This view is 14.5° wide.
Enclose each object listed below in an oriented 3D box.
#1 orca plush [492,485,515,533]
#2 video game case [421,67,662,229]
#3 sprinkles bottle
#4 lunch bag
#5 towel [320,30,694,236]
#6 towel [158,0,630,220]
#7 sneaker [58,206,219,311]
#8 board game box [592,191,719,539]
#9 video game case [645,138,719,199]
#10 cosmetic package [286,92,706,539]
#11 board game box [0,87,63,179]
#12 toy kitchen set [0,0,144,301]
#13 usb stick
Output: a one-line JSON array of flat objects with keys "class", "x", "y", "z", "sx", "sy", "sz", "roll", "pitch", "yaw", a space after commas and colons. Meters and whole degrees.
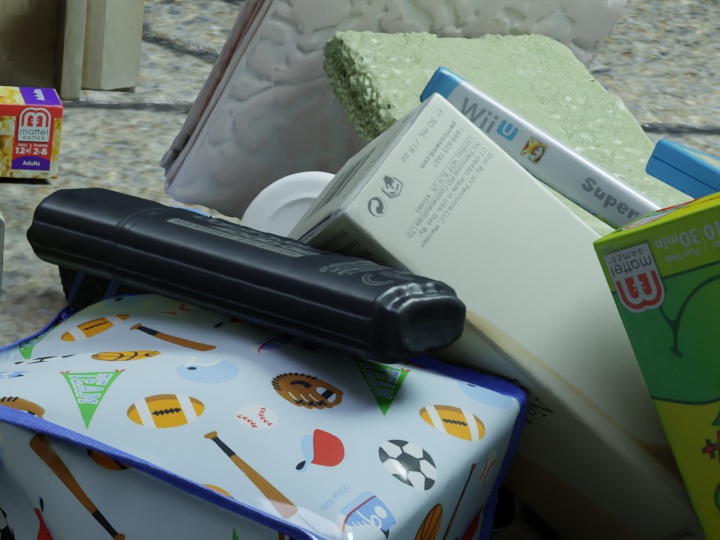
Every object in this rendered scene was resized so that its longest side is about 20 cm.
[{"class": "orca plush", "x": -0.031, "y": 0.063, "z": 1.206, "sx": 0.200, "sy": 0.071, "sz": 0.105, "roll": 14, "pitch": 21, "yaw": 17}, {"class": "video game case", "x": 0.124, "y": -0.017, "z": 1.179, "sx": 0.200, "sy": 0.018, "sz": 0.143, "roll": 33, "pitch": 4, "yaw": 13}, {"class": "sprinkles bottle", "x": 0.000, "y": 0.000, "z": 1.291, "sx": 0.068, "sy": 0.068, "sz": 0.200, "roll": 13, "pitch": -2, "yaw": 14}, {"class": "lunch bag", "x": -0.066, "y": 0.083, "z": 1.072, "sx": 0.200, "sy": 0.124, "sz": 0.170, "roll": 23, "pitch": 25, "yaw": 18}, {"class": "towel", "x": 0.075, "y": -0.051, "z": 1.329, "sx": 0.148, "sy": 0.037, "sz": 0.200, "roll": -1, "pitch": 37, "yaw": -30}, {"class": "towel", "x": 0.017, "y": -0.098, "z": 1.419, "sx": 0.200, "sy": 0.191, "sz": 0.032, "roll": 16, "pitch": 23, "yaw": -38}, {"class": "sneaker", "x": -0.070, "y": 0.008, "z": 1.330, "sx": 0.077, "sy": 0.076, "sz": 0.200, "roll": -10, "pitch": 28, "yaw": -29}, {"class": "board game box", "x": 0.171, "y": 0.064, "z": 1.051, "sx": 0.102, "sy": 0.200, "sz": 0.048, "roll": -18, "pitch": 4, "yaw": 42}, {"class": "video game case", "x": 0.226, "y": 0.005, "z": 1.121, "sx": 0.143, "sy": 0.018, "sz": 0.200, "roll": 16, "pitch": 12, "yaw": -47}, {"class": "cosmetic package", "x": 0.067, "y": 0.030, "z": 1.138, "sx": 0.200, "sy": 0.105, "sz": 0.071, "roll": 40, "pitch": 65, "yaw": -6}, {"class": "board game box", "x": -0.278, "y": -0.099, "z": 1.587, "sx": 0.200, "sy": 0.046, "sz": 0.152, "roll": 1, "pitch": 21, "yaw": -17}, {"class": "toy kitchen set", "x": -0.176, "y": -0.100, "z": 1.375, "sx": 0.163, "sy": 0.200, "sz": 0.180, "roll": 2, "pitch": 13, "yaw": -14}, {"class": "usb stick", "x": -0.048, "y": 0.000, "z": 1.095, "sx": 0.200, "sy": 0.033, "sz": 0.055, "roll": 15, "pitch": 13, "yaw": 39}]
